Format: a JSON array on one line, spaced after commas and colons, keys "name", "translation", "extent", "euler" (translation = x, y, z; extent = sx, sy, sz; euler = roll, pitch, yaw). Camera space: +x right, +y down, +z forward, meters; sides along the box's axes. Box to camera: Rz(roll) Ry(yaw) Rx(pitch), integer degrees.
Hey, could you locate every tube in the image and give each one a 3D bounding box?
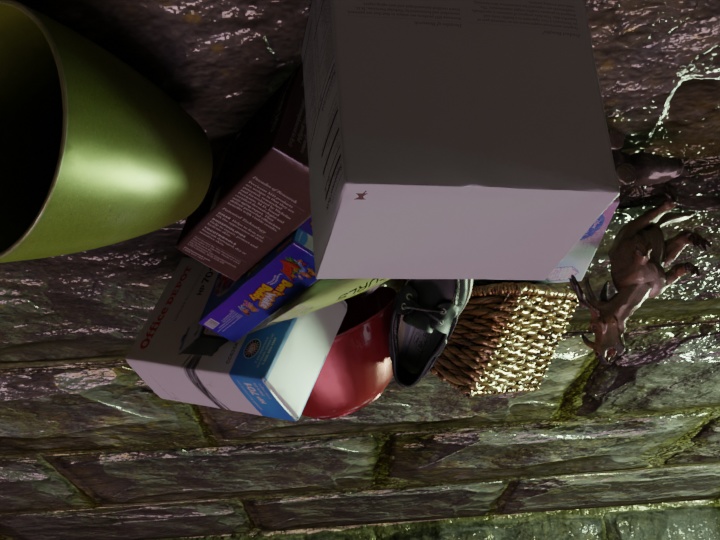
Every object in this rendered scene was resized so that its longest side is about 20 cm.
[{"name": "tube", "translation": [0.000, 0.000, 0.964], "extent": [0.199, 0.052, 0.059], "euler": [-29, 138, -31]}]

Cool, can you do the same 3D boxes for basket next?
[{"name": "basket", "translation": [0.157, 0.056, 1.230], "extent": [0.142, 0.151, 0.199], "euler": [32, -163, 34]}]

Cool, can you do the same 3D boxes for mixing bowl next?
[{"name": "mixing bowl", "translation": [-0.033, 0.108, 1.193], "extent": [0.198, 0.110, 0.200], "euler": [-20, -169, 4]}]

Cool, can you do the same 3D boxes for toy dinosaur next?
[{"name": "toy dinosaur", "translation": [0.298, -0.009, 1.091], "extent": [0.086, 0.201, 0.135], "euler": [41, 141, -9]}]

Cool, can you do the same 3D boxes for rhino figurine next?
[{"name": "rhino figurine", "translation": [0.227, -0.101, 0.954], "extent": [0.197, 0.061, 0.087], "euler": [1, 175, -14]}]

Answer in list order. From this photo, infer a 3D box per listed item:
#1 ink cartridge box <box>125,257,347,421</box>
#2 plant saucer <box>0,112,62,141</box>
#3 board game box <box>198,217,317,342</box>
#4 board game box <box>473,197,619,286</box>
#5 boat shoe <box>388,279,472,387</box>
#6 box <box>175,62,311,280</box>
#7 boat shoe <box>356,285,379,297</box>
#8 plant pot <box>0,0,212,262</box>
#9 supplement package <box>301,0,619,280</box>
[{"name": "ink cartridge box", "translation": [-0.135, 0.070, 1.084], "extent": [0.198, 0.148, 0.086], "euler": [4, 145, 32]}, {"name": "plant saucer", "translation": [-0.338, -0.097, 0.902], "extent": [0.197, 0.033, 0.201], "euler": [-5, 156, -2]}, {"name": "board game box", "translation": [-0.077, -0.028, 0.968], "extent": [0.044, 0.136, 0.200], "euler": [30, 144, -19]}, {"name": "board game box", "translation": [0.167, -0.039, 1.106], "extent": [0.197, 0.042, 0.201], "euler": [-4, 156, -1]}, {"name": "boat shoe", "translation": [0.069, 0.050, 1.080], "extent": [0.074, 0.066, 0.201], "euler": [25, 132, 5]}, {"name": "box", "translation": [-0.083, -0.081, 0.881], "extent": [0.074, 0.101, 0.199], "euler": [30, 143, -22]}, {"name": "boat shoe", "translation": [0.007, -0.012, 1.107], "extent": [0.065, 0.073, 0.200], "euler": [-1, 157, -17]}, {"name": "plant pot", "translation": [-0.216, -0.095, 0.785], "extent": [0.186, 0.190, 0.199], "euler": [-20, 167, 31]}, {"name": "supplement package", "translation": [0.061, -0.113, 0.731], "extent": [0.188, 0.203, 0.147], "euler": [1, 155, -11]}]
